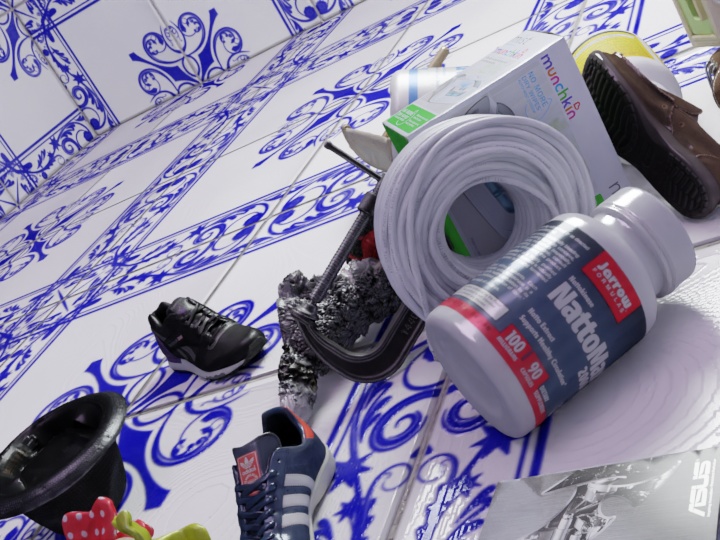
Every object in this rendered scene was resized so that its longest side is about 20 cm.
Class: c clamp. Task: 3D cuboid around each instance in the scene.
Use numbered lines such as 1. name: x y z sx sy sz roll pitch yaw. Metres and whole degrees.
1. c clamp: 0.000 0.000 0.991 0.027 0.170 0.201 112 -176 -85

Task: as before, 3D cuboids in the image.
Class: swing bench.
1. swing bench: 0.106 -0.189 1.352 0.200 0.130 0.199 -40 22 -6

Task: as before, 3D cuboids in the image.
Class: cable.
1. cable: 0.111 -0.041 0.905 0.199 0.201 0.069 -28 18 -3

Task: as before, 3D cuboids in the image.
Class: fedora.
1. fedora: -0.301 0.214 1.058 0.200 0.092 0.201 -27 22 12

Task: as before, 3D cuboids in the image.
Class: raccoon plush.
1. raccoon plush: -0.008 0.070 1.041 0.133 0.097 0.201 -12 55 12

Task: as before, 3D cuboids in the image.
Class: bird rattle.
1. bird rattle: -0.212 0.263 0.829 0.199 0.113 0.164 -14 43 45

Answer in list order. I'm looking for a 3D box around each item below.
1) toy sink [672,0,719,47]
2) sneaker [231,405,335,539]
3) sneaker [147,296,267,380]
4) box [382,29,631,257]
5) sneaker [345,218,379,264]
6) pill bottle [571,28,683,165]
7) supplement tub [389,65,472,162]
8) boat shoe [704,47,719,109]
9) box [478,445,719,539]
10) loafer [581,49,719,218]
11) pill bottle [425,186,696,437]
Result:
1. toy sink: 0.389 -0.311 1.045 0.111 0.131 0.200 -27 11 6
2. sneaker: -0.078 0.187 0.821 0.075 0.085 0.200 -24 22 18
3. sneaker: -0.197 0.076 1.227 0.199 0.088 0.076 -5 33 48
4. box: 0.149 -0.100 0.987 0.176 0.201 0.097 -31 22 -3
5. sneaker: 0.030 -0.058 1.103 0.200 0.079 0.096 134 154 -72
6. pill bottle: 0.288 -0.189 1.113 0.112 0.113 0.200 -26 21 15
7. supplement tub: 0.135 -0.168 1.158 0.198 0.133 0.132 -3 26 5
8. boat shoe: 0.408 -0.210 1.070 0.072 0.073 0.200 -15 16 47
9. box: 0.131 0.193 0.571 0.158 0.049 0.200 -16 25 33
10. loafer: 0.284 -0.135 0.967 0.071 0.201 0.073 -22 -26 -22
11. pill bottle: 0.161 0.026 0.801 0.200 0.120 0.119 -37 22 -12
